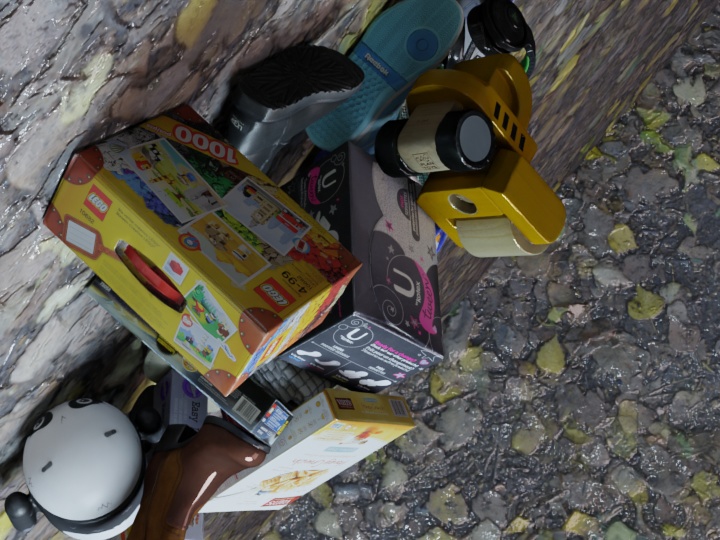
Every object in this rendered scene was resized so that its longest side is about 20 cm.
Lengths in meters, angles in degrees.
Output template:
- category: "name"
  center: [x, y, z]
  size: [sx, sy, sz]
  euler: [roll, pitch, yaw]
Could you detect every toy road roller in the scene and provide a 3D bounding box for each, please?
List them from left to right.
- category: "toy road roller"
  center: [0.125, -0.121, 1.436]
  size: [0.122, 0.200, 0.147]
  euler: [-1, -130, 49]

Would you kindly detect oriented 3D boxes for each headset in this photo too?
- category: "headset"
  center: [0.118, -0.245, 1.567]
  size: [0.200, 0.122, 0.095]
  euler: [53, 33, -50]

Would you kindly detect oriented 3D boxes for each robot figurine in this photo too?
- category: "robot figurine"
  center: [-0.278, 0.203, 1.475]
  size: [0.200, 0.123, 0.152]
  euler: [101, 5, -69]

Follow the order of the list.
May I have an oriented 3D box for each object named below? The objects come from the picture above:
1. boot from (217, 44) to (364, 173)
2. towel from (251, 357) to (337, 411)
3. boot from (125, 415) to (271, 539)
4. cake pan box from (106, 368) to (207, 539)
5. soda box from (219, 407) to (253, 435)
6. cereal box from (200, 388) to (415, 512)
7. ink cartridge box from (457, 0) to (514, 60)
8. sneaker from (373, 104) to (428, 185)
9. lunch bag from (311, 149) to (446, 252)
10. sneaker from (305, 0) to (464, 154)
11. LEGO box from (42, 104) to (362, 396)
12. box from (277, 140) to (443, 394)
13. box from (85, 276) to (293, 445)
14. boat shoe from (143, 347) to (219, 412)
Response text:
- category: "boot"
  center: [-0.092, -0.102, 1.329]
  size: [0.164, 0.066, 0.201]
  euler: [-25, 151, -48]
- category: "towel"
  center: [-0.088, 0.046, 1.493]
  size: [0.085, 0.201, 0.165]
  euler: [-41, 177, 39]
- category: "boot"
  center: [-0.173, 0.240, 1.361]
  size: [0.187, 0.068, 0.202]
  euler: [-7, -125, 49]
- category: "cake pan box"
  center: [-0.223, 0.227, 1.587]
  size: [0.184, 0.052, 0.203]
  euler: [-38, -135, 50]
- category: "soda box"
  center: [-0.125, 0.105, 1.544]
  size: [0.069, 0.202, 0.064]
  euler: [-13, 158, -15]
- category: "cereal box"
  center: [-0.060, 0.185, 1.464]
  size: [0.199, 0.040, 0.143]
  euler: [-36, 155, 27]
- category: "ink cartridge box"
  center: [0.136, -0.297, 1.663]
  size: [0.094, 0.044, 0.201]
  euler: [-44, 168, -35]
- category: "sneaker"
  center: [0.052, -0.143, 1.693]
  size: [0.092, 0.077, 0.200]
  euler: [-59, 154, -9]
- category: "lunch bag"
  center: [0.005, -0.045, 1.650]
  size: [0.124, 0.169, 0.201]
  euler: [-49, 171, -32]
- category: "sneaker"
  center: [0.031, -0.197, 1.492]
  size: [0.200, 0.080, 0.130]
  euler: [-41, 168, 6]
- category: "LEGO box"
  center: [-0.121, -0.021, 1.129]
  size: [0.149, 0.200, 0.077]
  euler: [-36, 164, -54]
- category: "box"
  center: [0.000, 0.000, 1.439]
  size: [0.114, 0.131, 0.202]
  euler: [-29, -131, 37]
- category: "box"
  center: [-0.154, 0.079, 1.335]
  size: [0.040, 0.199, 0.137]
  euler: [-50, 170, -7]
- category: "boat shoe"
  center: [-0.196, 0.102, 1.626]
  size: [0.200, 0.071, 0.060]
  euler: [69, 21, -64]
